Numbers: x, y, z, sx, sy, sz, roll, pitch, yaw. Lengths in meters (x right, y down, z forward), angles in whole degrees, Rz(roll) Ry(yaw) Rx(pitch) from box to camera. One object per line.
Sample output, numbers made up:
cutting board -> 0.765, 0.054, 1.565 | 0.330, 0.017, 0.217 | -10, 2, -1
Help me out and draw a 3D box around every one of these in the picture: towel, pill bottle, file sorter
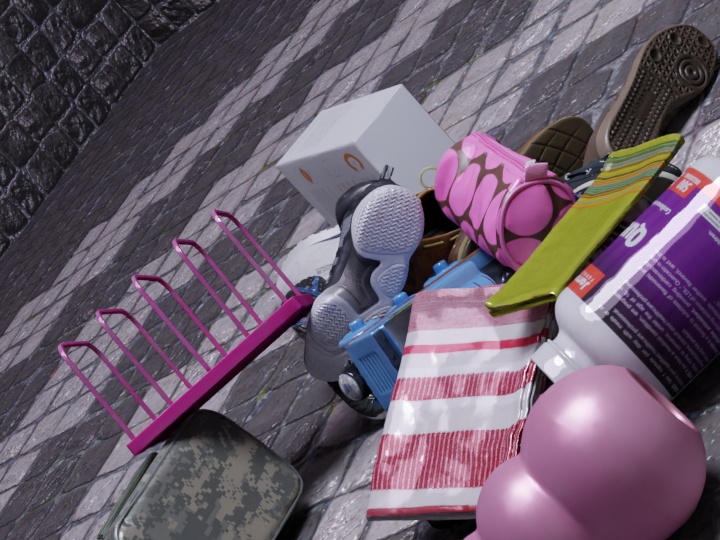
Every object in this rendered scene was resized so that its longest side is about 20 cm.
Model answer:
towel -> 0.079, 0.099, 1.384 | 0.143, 0.023, 0.201 | -9, 55, 38
pill bottle -> 0.220, 0.021, 1.276 | 0.200, 0.112, 0.112 | -44, 18, 1
file sorter -> -0.160, 0.051, 1.625 | 0.200, 0.126, 0.139 | -42, -3, 4
towel -> 0.176, -0.038, 1.379 | 0.200, 0.018, 0.086 | -47, 14, -32

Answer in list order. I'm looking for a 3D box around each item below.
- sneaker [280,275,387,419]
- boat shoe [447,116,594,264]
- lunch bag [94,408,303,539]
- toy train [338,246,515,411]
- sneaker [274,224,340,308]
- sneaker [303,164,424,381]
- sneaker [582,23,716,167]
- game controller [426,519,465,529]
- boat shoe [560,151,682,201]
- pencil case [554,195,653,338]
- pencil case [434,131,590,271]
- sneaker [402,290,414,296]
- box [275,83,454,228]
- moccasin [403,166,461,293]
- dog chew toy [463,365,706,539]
sneaker -> -0.005, 0.080, 1.704 | 0.076, 0.077, 0.200 | -37, 40, 1
boat shoe -> 0.149, -0.069, 1.698 | 0.201, 0.072, 0.067 | -52, 21, -13
lunch bag -> -0.167, 0.252, 1.601 | 0.168, 0.139, 0.201 | -53, 5, 47
toy train -> 0.069, 0.048, 1.539 | 0.199, 0.087, 0.114 | -34, 4, -29
sneaker -> -0.024, 0.001, 1.937 | 0.199, 0.076, 0.081 | -35, 29, 32
sneaker -> 0.000, 0.000, 1.638 | 0.114, 0.075, 0.201 | -103, 34, -67
sneaker -> 0.260, -0.154, 1.647 | 0.200, 0.070, 0.076 | -49, 2, -34
game controller -> 0.085, 0.140, 1.449 | 0.104, 0.042, 0.200 | -28, 20, 4
boat shoe -> 0.217, -0.070, 1.547 | 0.199, 0.074, 0.067 | -33, 32, 59
pencil case -> 0.179, 0.017, 1.430 | 0.200, 0.078, 0.090 | -39, 43, 15
pencil case -> 0.126, -0.066, 1.542 | 0.090, 0.094, 0.200 | -19, 19, -12
sneaker -> 0.013, 0.034, 1.805 | 0.082, 0.074, 0.199 | -36, 17, -32
box -> 0.012, -0.124, 2.038 | 0.098, 0.124, 0.200 | -51, 19, -22
moccasin -> 0.082, -0.055, 1.750 | 0.201, 0.073, 0.078 | -37, -38, -48
dog chew toy -> 0.134, 0.161, 1.160 | 0.200, 0.124, 0.125 | -51, 17, 8
